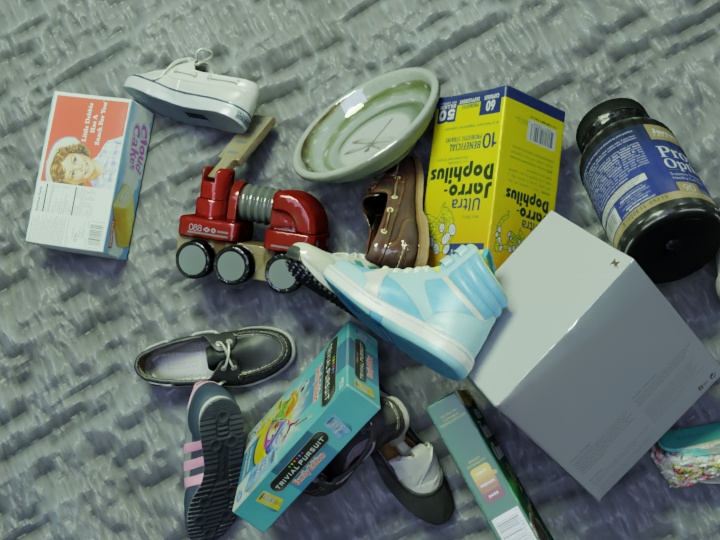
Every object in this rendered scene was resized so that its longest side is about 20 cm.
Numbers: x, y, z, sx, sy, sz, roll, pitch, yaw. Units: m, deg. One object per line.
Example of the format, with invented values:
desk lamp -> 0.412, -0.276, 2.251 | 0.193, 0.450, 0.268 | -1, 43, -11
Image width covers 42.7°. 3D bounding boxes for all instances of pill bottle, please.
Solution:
pill bottle -> 0.302, -0.093, 0.992 | 0.111, 0.112, 0.201 | -20, 47, 9

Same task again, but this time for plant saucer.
plant saucer -> 0.014, -0.161, 1.092 | 0.199, 0.201, 0.050 | -32, 122, 7

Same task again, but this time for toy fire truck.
toy fire truck -> -0.120, -0.087, 1.120 | 0.174, 0.129, 0.202 | 9, 98, 13

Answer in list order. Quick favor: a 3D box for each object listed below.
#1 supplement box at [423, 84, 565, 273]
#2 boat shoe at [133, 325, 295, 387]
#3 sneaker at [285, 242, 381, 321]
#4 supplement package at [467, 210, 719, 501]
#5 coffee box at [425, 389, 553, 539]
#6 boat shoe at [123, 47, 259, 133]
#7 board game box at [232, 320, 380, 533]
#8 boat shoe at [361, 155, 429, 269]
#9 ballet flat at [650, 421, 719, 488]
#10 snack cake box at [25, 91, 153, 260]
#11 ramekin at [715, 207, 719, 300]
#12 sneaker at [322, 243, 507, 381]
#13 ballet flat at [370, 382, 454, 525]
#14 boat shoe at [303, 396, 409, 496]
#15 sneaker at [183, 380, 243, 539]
supplement box -> 0.148, -0.092, 1.041 | 0.108, 0.109, 0.202 | 0, 80, 50
boat shoe -> -0.180, 0.107, 1.131 | 0.198, 0.060, 0.075 | -5, 81, 12
sneaker -> 0.001, 0.000, 1.057 | 0.070, 0.199, 0.094 | 18, 76, 53
supplement package -> 0.224, 0.087, 0.955 | 0.191, 0.147, 0.200 | -46, 121, 2
coffee box -> 0.144, 0.226, 1.015 | 0.044, 0.123, 0.201 | -31, 76, 8
boat shoe -> -0.210, -0.238, 1.167 | 0.201, 0.075, 0.087 | 17, 75, 32
board game box -> -0.059, 0.170, 1.027 | 0.047, 0.151, 0.200 | 36, 108, -14
boat shoe -> 0.036, -0.073, 1.051 | 0.070, 0.201, 0.071 | 11, 126, -10
ballet flat -> 0.417, 0.194, 0.997 | 0.198, 0.076, 0.064 | -11, 111, 15
snack cake box -> -0.351, -0.122, 1.195 | 0.114, 0.067, 0.202 | 8, 84, 15
ramekin -> 0.461, -0.037, 0.949 | 0.200, 0.202, 0.095 | -11, 68, 10
sneaker -> 0.064, 0.014, 0.943 | 0.199, 0.080, 0.131 | 32, 77, 31
ballet flat -> 0.043, 0.203, 1.059 | 0.068, 0.069, 0.200 | -32, 76, -28
boat shoe -> -0.026, 0.202, 1.042 | 0.200, 0.057, 0.067 | -44, 66, 37
sneaker -> -0.182, 0.228, 1.111 | 0.070, 0.082, 0.202 | 1, 110, -28
